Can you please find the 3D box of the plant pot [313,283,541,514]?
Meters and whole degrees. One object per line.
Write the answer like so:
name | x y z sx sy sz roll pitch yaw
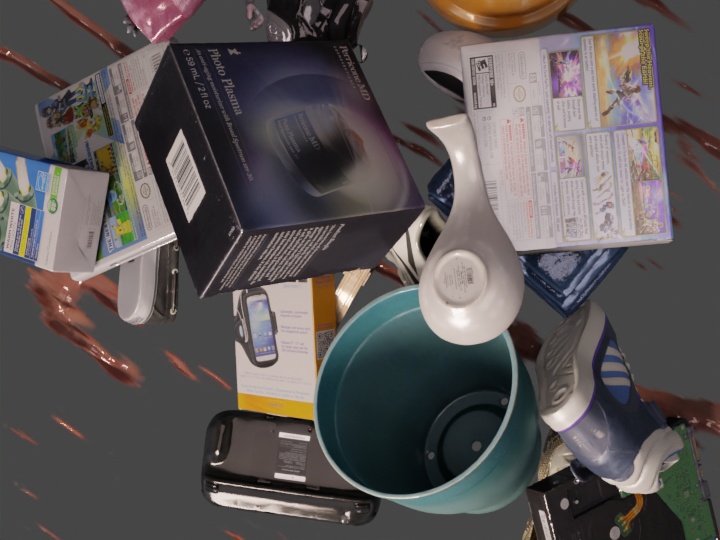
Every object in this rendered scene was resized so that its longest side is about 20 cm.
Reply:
plant pot | 0.086 0.143 0.988 0.198 0.188 0.202 -13 59 23

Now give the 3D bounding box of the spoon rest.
spoon rest | 0.095 -0.034 0.923 0.098 0.060 0.203 -8 79 24

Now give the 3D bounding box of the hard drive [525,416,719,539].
hard drive | 0.262 0.244 1.019 0.198 0.038 0.141 -19 98 -26

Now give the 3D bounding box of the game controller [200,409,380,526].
game controller | -0.073 0.212 1.110 0.197 0.042 0.106 7 81 5

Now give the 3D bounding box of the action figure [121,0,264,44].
action figure | -0.144 -0.301 1.003 0.198 0.149 0.135 -18 115 23

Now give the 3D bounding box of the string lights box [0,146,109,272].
string lights box | -0.354 -0.070 1.062 0.198 0.059 0.104 15 97 31

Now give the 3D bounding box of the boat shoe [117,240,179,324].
boat shoe | -0.213 -0.042 1.090 0.056 0.068 0.203 12 83 -39

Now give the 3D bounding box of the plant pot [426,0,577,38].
plant pot | 0.136 -0.331 0.962 0.197 0.183 0.203 1 95 6

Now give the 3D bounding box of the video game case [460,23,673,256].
video game case | 0.191 -0.118 0.969 0.179 0.045 0.203 -5 87 9

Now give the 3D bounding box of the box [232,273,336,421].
box | -0.079 0.047 1.062 0.118 0.041 0.203 2 95 41

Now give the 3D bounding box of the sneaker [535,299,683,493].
sneaker | 0.245 0.129 0.999 0.146 0.200 0.081 41 119 -9

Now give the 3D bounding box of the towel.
towel | 0.170 -0.057 1.050 0.200 0.049 0.112 41 97 2

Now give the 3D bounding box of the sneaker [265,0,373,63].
sneaker | -0.044 -0.300 1.043 0.112 0.076 0.203 -6 98 3

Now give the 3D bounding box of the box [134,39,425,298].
box | -0.077 -0.102 0.961 0.123 0.197 0.202 -48 59 49

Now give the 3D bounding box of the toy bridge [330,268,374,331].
toy bridge | 0.000 0.000 1.064 0.027 0.067 0.201 31 98 3

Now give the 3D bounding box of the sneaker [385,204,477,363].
sneaker | 0.092 0.018 1.023 0.074 0.088 0.201 -44 111 -20

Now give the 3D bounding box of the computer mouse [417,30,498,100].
computer mouse | 0.149 -0.184 1.028 0.198 0.044 0.110 28 68 4

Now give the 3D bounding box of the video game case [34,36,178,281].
video game case | -0.242 -0.114 1.058 0.181 0.022 0.202 -21 76 20

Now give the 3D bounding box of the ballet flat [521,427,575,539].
ballet flat | 0.208 0.240 1.057 0.067 0.075 0.202 16 96 4
